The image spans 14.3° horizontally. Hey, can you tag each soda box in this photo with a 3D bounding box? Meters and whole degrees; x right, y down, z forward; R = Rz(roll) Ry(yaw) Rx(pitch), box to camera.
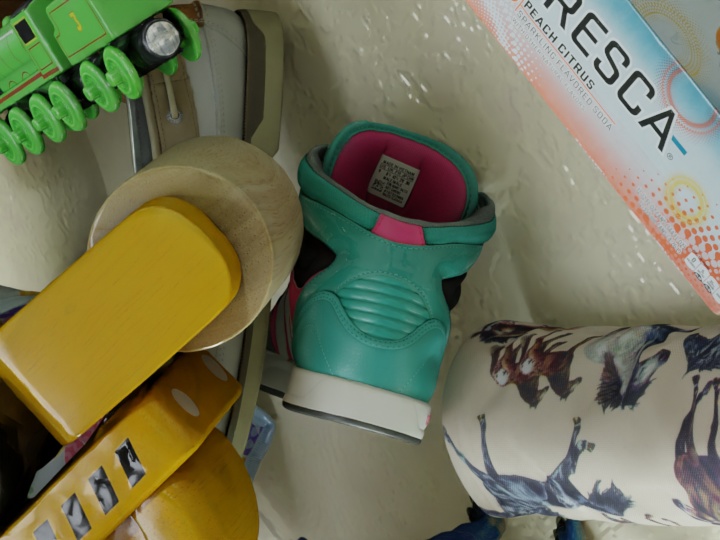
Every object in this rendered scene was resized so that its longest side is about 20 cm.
[{"bbox_3d":[0.100,-0.087,1.018,0.200,0.064,0.068,52,142,10],"label":"soda box"}]

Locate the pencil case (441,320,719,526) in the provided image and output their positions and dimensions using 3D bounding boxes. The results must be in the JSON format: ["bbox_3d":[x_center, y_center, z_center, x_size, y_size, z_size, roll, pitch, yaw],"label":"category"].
[{"bbox_3d":[0.115,0.052,1.083,0.078,0.089,0.200,45,151,-28],"label":"pencil case"}]

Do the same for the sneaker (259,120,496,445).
[{"bbox_3d":[0.000,0.000,1.181,0.200,0.084,0.121,-164,90,-79],"label":"sneaker"}]

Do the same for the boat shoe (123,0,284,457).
[{"bbox_3d":[-0.074,-0.013,1.188,0.075,0.068,0.200,138,135,-68],"label":"boat shoe"}]

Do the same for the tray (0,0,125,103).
[{"bbox_3d":[-0.145,-0.131,1.190,0.099,0.037,0.200,20,168,5],"label":"tray"}]

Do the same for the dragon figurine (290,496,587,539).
[{"bbox_3d":[0.049,0.144,1.198,0.200,0.099,0.059,13,123,44],"label":"dragon figurine"}]

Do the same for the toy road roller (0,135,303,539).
[{"bbox_3d":[-0.080,0.060,1.093,0.200,0.123,0.146,-44,93,13],"label":"toy road roller"}]

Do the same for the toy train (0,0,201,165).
[{"bbox_3d":[-0.117,-0.085,1.139,0.056,0.042,0.200,58,157,-7],"label":"toy train"}]

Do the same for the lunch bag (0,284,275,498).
[{"bbox_3d":[-0.173,0.067,1.321,0.170,0.127,0.200,9,159,45],"label":"lunch bag"}]
